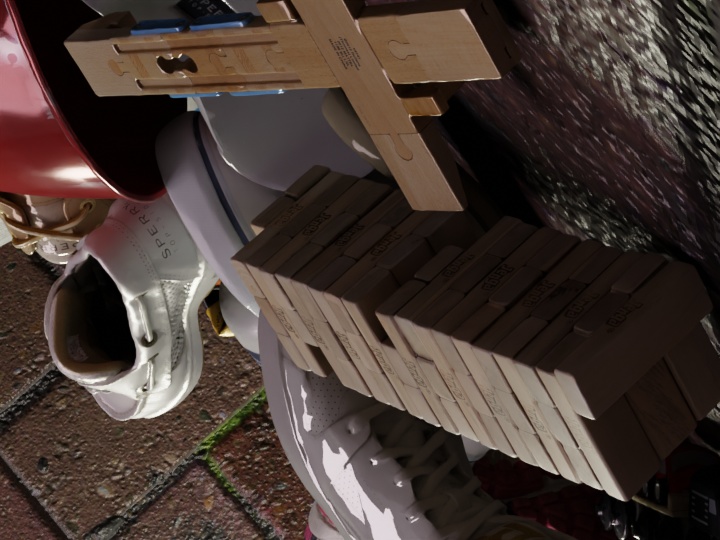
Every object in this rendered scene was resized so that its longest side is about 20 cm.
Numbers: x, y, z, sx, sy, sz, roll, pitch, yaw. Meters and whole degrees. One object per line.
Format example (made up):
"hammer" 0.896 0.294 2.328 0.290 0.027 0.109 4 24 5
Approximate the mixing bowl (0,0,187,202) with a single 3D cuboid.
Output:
"mixing bowl" -0.154 -0.112 0.821 0.200 0.108 0.201 -14 -90 -76

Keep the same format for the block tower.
"block tower" 0.034 0.016 0.685 0.200 0.054 0.058 17 145 55

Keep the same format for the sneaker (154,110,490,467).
"sneaker" 0.000 0.000 0.861 0.200 0.071 0.073 46 -158 -24

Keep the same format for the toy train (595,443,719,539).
"toy train" 0.126 0.090 0.824 0.200 0.034 0.046 -178 88 -83

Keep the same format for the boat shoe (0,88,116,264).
"boat shoe" -0.136 -0.037 0.984 0.200 0.074 0.069 33 -125 -73

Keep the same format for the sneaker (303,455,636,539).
"sneaker" 0.072 0.123 0.937 0.199 0.075 0.081 10 -145 -12

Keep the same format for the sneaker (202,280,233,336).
"sneaker" -0.049 -0.008 1.066 0.070 0.090 0.200 18 179 30

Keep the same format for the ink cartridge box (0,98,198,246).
"ink cartridge box" -0.166 -0.101 1.055 0.084 0.146 0.200 60 174 15

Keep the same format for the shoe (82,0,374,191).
"shoe" -0.055 -0.109 0.769 0.200 0.071 0.091 42 -160 -51

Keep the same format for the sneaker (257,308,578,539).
"sneaker" 0.036 0.085 0.778 0.116 0.074 0.200 -12 103 62

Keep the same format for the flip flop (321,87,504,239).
"flip flop" 0.040 0.003 0.798 0.200 0.058 0.081 45 179 -40

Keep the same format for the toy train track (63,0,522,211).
"toy train track" -0.022 -0.073 0.638 0.200 0.033 0.115 3 132 50

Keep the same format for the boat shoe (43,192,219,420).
"boat shoe" -0.112 0.022 0.940 0.071 0.069 0.200 46 153 14

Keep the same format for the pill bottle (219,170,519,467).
"pill bottle" 0.005 0.019 0.971 0.200 0.111 0.111 51 175 -28
